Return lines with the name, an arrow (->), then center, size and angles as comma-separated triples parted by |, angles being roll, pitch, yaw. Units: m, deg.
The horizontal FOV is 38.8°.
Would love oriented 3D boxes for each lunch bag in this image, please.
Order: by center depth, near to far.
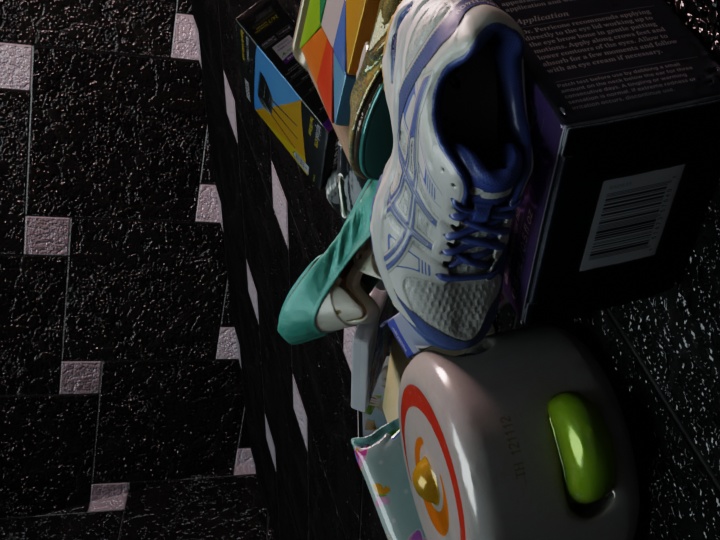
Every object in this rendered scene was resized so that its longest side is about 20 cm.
lunch bag -> 0.084, 0.221, 0.935 | 0.172, 0.121, 0.200 | 66, -173, 21

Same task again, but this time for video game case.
video game case -> 0.031, 0.015, 0.959 | 0.144, 0.018, 0.202 | 92, -163, -59

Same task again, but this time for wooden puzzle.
wooden puzzle -> -0.009, -0.205, 0.815 | 0.201, 0.037, 0.187 | -118, 36, -46

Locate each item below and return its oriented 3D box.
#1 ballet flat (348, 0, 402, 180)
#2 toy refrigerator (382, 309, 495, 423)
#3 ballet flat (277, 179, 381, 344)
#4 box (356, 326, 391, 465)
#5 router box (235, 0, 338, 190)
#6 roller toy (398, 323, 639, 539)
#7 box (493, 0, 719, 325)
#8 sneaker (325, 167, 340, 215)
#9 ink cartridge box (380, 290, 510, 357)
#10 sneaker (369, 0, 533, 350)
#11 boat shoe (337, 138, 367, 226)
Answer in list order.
ballet flat -> 0.031, -0.157, 0.701 | 0.071, 0.070, 0.202 | -114, 34, -43
toy refrigerator -> 0.071, 0.098, 1.001 | 0.201, 0.075, 0.071 | 95, 159, -52
ballet flat -> 0.000, 0.000, 0.833 | 0.070, 0.067, 0.201 | 48, 115, 32
box -> 0.029, 0.110, 1.146 | 0.117, 0.059, 0.202 | -83, -6, -51
router box -> -0.067, -0.183, 1.086 | 0.150, 0.051, 0.200 | 51, 169, 7
roller toy -> 0.105, 0.143, 0.754 | 0.183, 0.138, 0.202 | -117, 20, -51
box -> 0.112, -0.097, 0.602 | 0.149, 0.103, 0.201 | 92, 161, -46
sneaker -> 0.014, -0.065, 1.104 | 0.200, 0.074, 0.117 | 115, 143, -67
ink cartridge box -> 0.089, 0.013, 0.753 | 0.042, 0.118, 0.200 | 60, 165, 2
sneaker -> 0.049, -0.041, 0.526 | 0.088, 0.074, 0.203 | -129, 30, -62
boat shoe -> 0.004, -0.131, 0.901 | 0.075, 0.060, 0.203 | 20, -117, -53
